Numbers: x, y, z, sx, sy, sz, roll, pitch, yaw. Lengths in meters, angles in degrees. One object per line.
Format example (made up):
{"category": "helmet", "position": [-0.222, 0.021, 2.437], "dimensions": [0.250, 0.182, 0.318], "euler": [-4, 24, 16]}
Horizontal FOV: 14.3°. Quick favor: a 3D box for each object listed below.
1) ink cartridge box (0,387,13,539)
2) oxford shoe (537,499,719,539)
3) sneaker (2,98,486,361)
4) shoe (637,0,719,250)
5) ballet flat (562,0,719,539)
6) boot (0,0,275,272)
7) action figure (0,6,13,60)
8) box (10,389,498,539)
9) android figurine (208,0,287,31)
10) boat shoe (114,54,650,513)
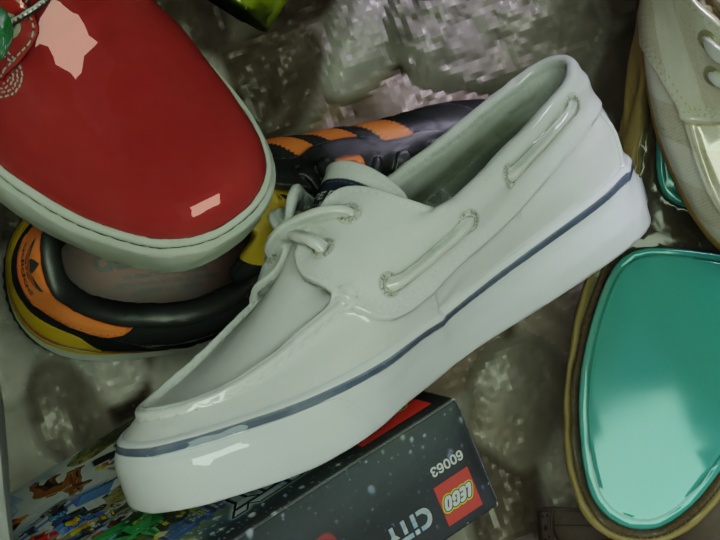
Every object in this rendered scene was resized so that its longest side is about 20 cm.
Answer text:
{"category": "ink cartridge box", "position": [-0.202, 0.050, 0.842], "dimensions": [0.199, 0.145, 0.084], "euler": [-9, 112, -5]}
{"category": "oxford shoe", "position": [0.154, 0.073, 0.938], "dimensions": [0.199, 0.071, 0.073], "euler": [-21, 85, -8]}
{"category": "sneaker", "position": [-0.014, -0.011, 0.908], "dimensions": [0.199, 0.090, 0.070], "euler": [-12, 89, -7]}
{"category": "shoe", "position": [0.114, -0.099, 0.877], "dimensions": [0.070, 0.053, 0.201], "euler": [-5, 90, 15]}
{"category": "ballet flat", "position": [0.107, -0.008, 0.935], "dimensions": [0.068, 0.063, 0.201], "euler": [13, 81, 0]}
{"category": "boot", "position": [-0.103, -0.096, 0.819], "dimensions": [0.072, 0.144, 0.200], "euler": [-39, 69, -21]}
{"category": "action figure", "position": [-0.187, -0.060, 0.823], "dimensions": [0.199, 0.055, 0.119], "euler": [-5, 121, 23]}
{"category": "box", "position": [-0.076, 0.093, 0.846], "dimensions": [0.200, 0.136, 0.038], "euler": [-31, 108, -24]}
{"category": "android figurine", "position": [-0.016, -0.182, 0.903], "dimensions": [0.181, 0.041, 0.201], "euler": [30, 85, -5]}
{"category": "boat shoe", "position": [0.000, 0.000, 0.848], "dimensions": [0.200, 0.073, 0.066], "euler": [-34, 110, -34]}
